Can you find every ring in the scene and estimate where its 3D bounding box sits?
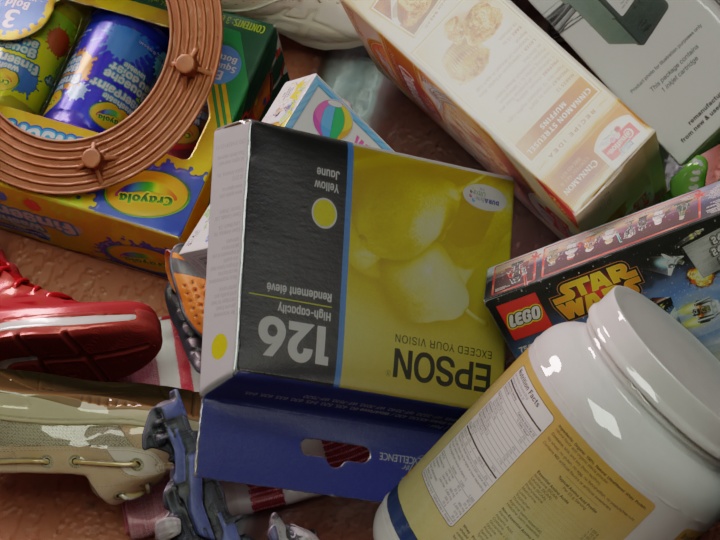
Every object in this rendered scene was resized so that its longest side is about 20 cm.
[{"bbox_3d":[-0.183,-0.147,1.704,0.199,0.019,0.202,-3,79,13],"label":"ring"}]

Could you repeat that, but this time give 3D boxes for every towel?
[{"bbox_3d":[-0.060,0.079,1.683,0.198,0.023,0.145,-13,62,-1],"label":"towel"}]

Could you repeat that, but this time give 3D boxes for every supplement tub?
[{"bbox_3d":[0.119,0.121,1.531,0.200,0.144,0.145,-47,63,15],"label":"supplement tub"}]

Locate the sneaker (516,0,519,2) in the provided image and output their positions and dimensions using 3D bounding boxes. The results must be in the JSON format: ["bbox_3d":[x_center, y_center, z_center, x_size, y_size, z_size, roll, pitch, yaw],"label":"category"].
[{"bbox_3d":[0.109,-0.221,1.799,0.199,0.075,0.081,-31,73,6],"label":"sneaker"}]

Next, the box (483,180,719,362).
[{"bbox_3d":[0.189,0.027,1.584,0.199,0.137,0.040,-20,28,19],"label":"box"}]

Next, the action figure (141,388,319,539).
[{"bbox_3d":[-0.113,0.175,1.594,0.192,0.105,0.202,-12,86,-6],"label":"action figure"}]

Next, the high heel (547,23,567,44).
[{"bbox_3d":[0.224,-0.152,1.757,0.143,0.071,0.200,-44,66,-7],"label":"high heel"}]

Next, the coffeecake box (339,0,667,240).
[{"bbox_3d":[0.091,-0.106,1.669,0.200,0.154,0.073,44,87,16],"label":"coffeecake box"}]

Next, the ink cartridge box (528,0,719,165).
[{"bbox_3d":[0.171,-0.171,1.670,0.084,0.146,0.200,-44,83,19],"label":"ink cartridge box"}]

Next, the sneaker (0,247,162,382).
[{"bbox_3d":[-0.216,0.011,1.695,0.198,0.078,0.116,-5,60,13],"label":"sneaker"}]

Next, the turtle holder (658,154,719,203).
[{"bbox_3d":[0.247,-0.019,1.637,0.185,0.141,0.132,-39,84,-26],"label":"turtle holder"}]

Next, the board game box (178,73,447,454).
[{"bbox_3d":[0.000,0.000,1.622,0.034,0.200,0.135,-10,42,53],"label":"board game box"}]

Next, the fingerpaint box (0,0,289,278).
[{"bbox_3d":[-0.170,-0.100,1.761,0.199,0.073,0.168,17,66,15],"label":"fingerpaint box"}]

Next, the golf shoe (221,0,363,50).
[{"bbox_3d":[-0.052,-0.187,1.771,0.198,0.091,0.076,1,83,17],"label":"golf shoe"}]

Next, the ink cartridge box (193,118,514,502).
[{"bbox_3d":[0.000,0.029,1.570,0.197,0.047,0.202,10,75,-36],"label":"ink cartridge box"}]

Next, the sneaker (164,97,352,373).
[{"bbox_3d":[-0.062,-0.022,1.672,0.111,0.078,0.201,9,64,-1],"label":"sneaker"}]

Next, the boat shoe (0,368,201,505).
[{"bbox_3d":[-0.145,0.105,1.634,0.198,0.072,0.066,7,99,-4],"label":"boat shoe"}]
